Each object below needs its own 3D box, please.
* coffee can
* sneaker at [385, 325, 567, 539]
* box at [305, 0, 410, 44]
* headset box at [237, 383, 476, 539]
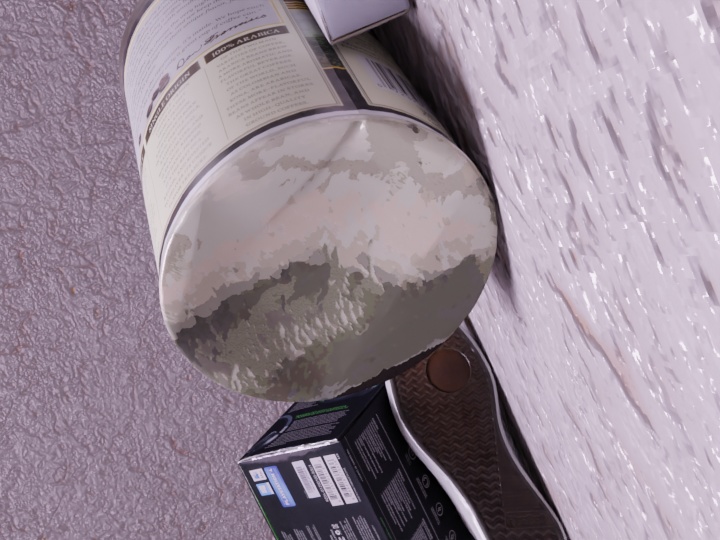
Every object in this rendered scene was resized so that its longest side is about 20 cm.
[{"bbox_3d":[-0.038,-0.057,0.433,0.200,0.146,0.147,-115,3,-49],"label":"coffee can"},{"bbox_3d":[0.070,0.120,0.608,0.085,0.072,0.201,88,158,-78],"label":"sneaker"},{"bbox_3d":[-0.043,-0.214,0.339,0.200,0.041,0.156,68,178,-46],"label":"box"},{"bbox_3d":[0.028,0.153,0.659,0.200,0.092,0.175,-43,-69,-55],"label":"headset box"}]
